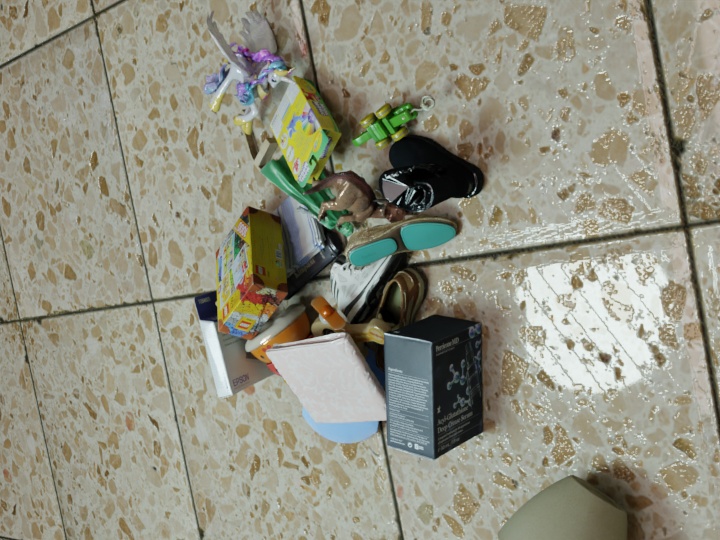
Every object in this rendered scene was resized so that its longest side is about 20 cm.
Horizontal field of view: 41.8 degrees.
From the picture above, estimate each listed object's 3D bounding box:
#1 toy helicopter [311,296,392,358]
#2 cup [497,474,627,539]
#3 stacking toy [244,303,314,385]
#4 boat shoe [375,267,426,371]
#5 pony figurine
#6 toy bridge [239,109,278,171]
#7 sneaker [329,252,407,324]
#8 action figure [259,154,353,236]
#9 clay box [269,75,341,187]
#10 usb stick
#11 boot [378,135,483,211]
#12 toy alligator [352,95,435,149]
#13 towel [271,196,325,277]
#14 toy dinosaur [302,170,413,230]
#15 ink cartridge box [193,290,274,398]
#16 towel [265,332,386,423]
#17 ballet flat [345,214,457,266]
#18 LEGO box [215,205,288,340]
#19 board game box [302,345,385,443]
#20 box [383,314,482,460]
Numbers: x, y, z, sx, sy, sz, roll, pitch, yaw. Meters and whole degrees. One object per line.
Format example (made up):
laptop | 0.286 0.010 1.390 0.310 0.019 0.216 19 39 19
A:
toy helicopter | -0.019 0.105 1.676 0.198 0.079 0.133 -11 120 51
cup | 0.332 0.405 1.456 0.199 0.200 0.145 34 94 31
stacking toy | -0.120 0.181 1.860 0.145 0.146 0.201 -31 97 42
boat shoe | 0.056 0.090 1.690 0.075 0.073 0.203 28 118 34
pony figurine | -0.218 -0.380 1.782 0.194 0.166 0.200 54 131 5
toy bridge | -0.188 -0.233 1.868 0.201 0.027 0.068 51 129 23
sneaker | 0.000 0.000 1.719 0.116 0.075 0.201 51 131 19
action figure | -0.083 -0.138 1.760 0.200 0.118 0.055 46 150 14
clay box | -0.099 -0.249 1.720 0.116 0.047 0.201 -58 41 31
usb stick | -0.105 -0.008 1.842 0.199 0.032 0.056 -39 73 40
boot | 0.083 -0.162 1.544 0.199 0.167 0.078 29 119 34
toy alligator | 0.064 -0.262 1.615 0.198 0.054 0.060 -23 112 43
towel | -0.143 -0.066 1.846 0.199 0.024 0.149 -38 58 41
toy dinosaur | -0.004 -0.134 1.645 0.134 0.198 0.087 -20 57 41
ink cartridge box | -0.245 0.132 1.892 0.040 0.199 0.204 -14 93 24
towel | -0.051 0.199 1.711 0.188 0.032 0.201 -9 126 35
ballet flat | 0.067 -0.065 1.620 0.066 0.196 0.071 -98 -7 -50
LEGO box | -0.212 0.004 1.810 0.149 0.076 0.202 -50 35 36
board game box | -0.026 0.228 1.815 0.155 0.039 0.204 12 100 17
box | 0.125 0.193 1.602 0.106 0.147 0.204 7 105 40
